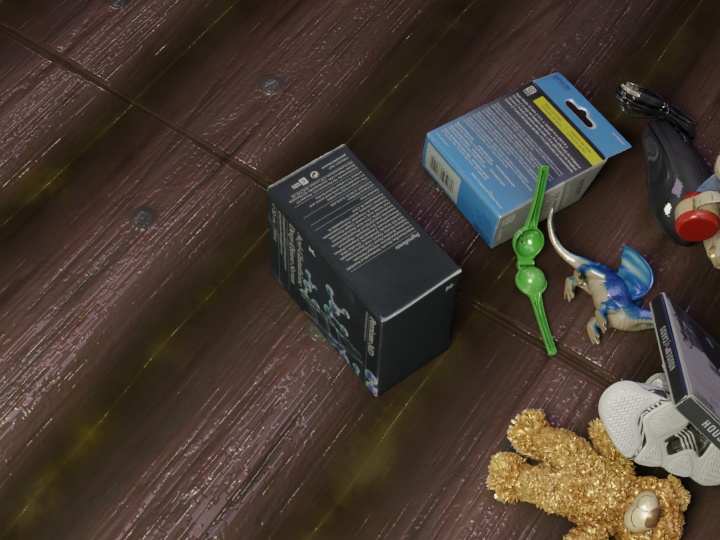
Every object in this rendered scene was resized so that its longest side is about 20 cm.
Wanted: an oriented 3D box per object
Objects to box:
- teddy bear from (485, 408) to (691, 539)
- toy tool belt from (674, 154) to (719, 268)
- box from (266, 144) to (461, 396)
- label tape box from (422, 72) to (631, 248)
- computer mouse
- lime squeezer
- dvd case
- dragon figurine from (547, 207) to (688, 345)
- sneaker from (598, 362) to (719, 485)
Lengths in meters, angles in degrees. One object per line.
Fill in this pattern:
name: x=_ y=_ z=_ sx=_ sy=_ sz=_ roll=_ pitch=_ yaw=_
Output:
teddy bear: x=0.221 y=0.210 z=1.224 sx=0.144 sy=0.067 sz=0.200 roll=-38 pitch=65 yaw=-23
toy tool belt: x=0.418 y=-0.065 z=1.365 sx=0.198 sy=0.125 sz=0.124 roll=21 pitch=53 yaw=-21
box: x=0.000 y=0.000 z=1.309 sx=0.106 sy=0.149 sz=0.200 roll=-31 pitch=62 yaw=-22
label tape box: x=0.192 y=-0.133 z=1.462 sx=0.198 sy=0.067 sz=0.144 roll=-27 pitch=61 yaw=-22
computer mouse: x=0.364 y=-0.125 z=1.442 sx=0.137 sy=0.053 sz=0.203 roll=20 pitch=54 yaw=-35
lime squeezer: x=0.195 y=-0.008 z=1.378 sx=0.037 sy=0.070 sz=0.204 roll=1 pitch=85 yaw=-32
dvd case: x=0.348 y=0.119 z=1.222 sx=0.150 sy=0.025 sz=0.201 roll=41 pitch=24 yaw=-14
dragon figurine: x=0.278 y=0.015 z=1.365 sx=0.098 sy=0.059 sz=0.202 roll=-19 pitch=62 yaw=-18
sneaker: x=0.288 y=0.134 z=1.231 sx=0.198 sy=0.075 sz=0.115 roll=27 pitch=23 yaw=-33
